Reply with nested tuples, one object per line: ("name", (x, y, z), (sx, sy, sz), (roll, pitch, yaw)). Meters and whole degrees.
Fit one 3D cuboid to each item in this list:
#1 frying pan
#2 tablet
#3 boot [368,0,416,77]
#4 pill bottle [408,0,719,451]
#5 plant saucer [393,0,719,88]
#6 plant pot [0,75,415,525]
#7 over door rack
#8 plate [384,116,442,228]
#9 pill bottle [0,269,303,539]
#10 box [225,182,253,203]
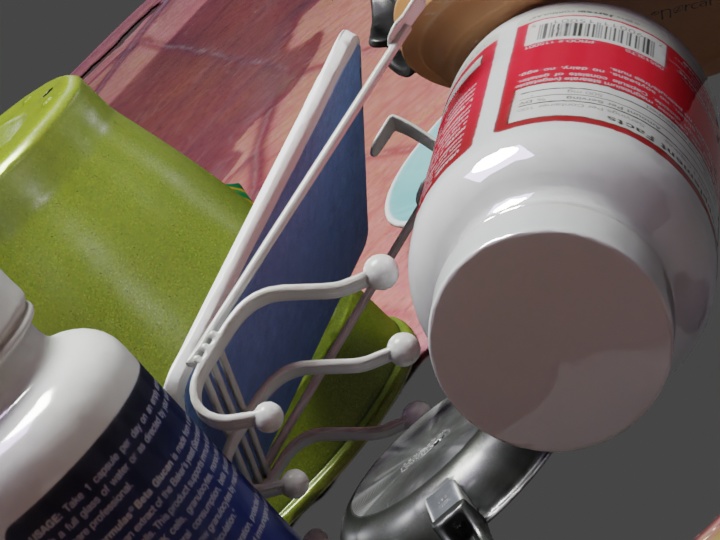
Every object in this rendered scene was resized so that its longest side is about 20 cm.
("frying pan", (0.024, 0.094, 1.057), (0.115, 0.031, 0.190), (-36, 13, 29))
("tablet", (-0.036, 0.013, 1.155), (0.130, 0.014, 0.200), (87, -158, -49))
("boot", (0.064, -0.147, 1.356), (0.131, 0.070, 0.200), (-10, 15, 1))
("pill bottle", (0.077, -0.017, 1.065), (0.112, 0.112, 0.200), (-36, 15, 21))
("plant saucer", (0.114, -0.111, 1.194), (0.199, 0.032, 0.200), (-11, -15, -3))
("plant pot", (-0.112, 0.023, 1.281), (0.200, 0.193, 0.200), (-39, 14, 11))
("over door rack", (0.000, 0.000, 1.119), (0.148, 0.066, 0.201), (76, -149, -63))
("plate", (0.094, -0.083, 1.390), (0.200, 0.026, 0.200), (-40, 14, 12))
("pill bottle", (-0.099, 0.092, 1.028), (0.111, 0.200, 0.111), (-38, 15, 12))
("box", (-0.121, 0.003, 1.541), (0.117, 0.048, 0.200), (-37, -12, 17))
